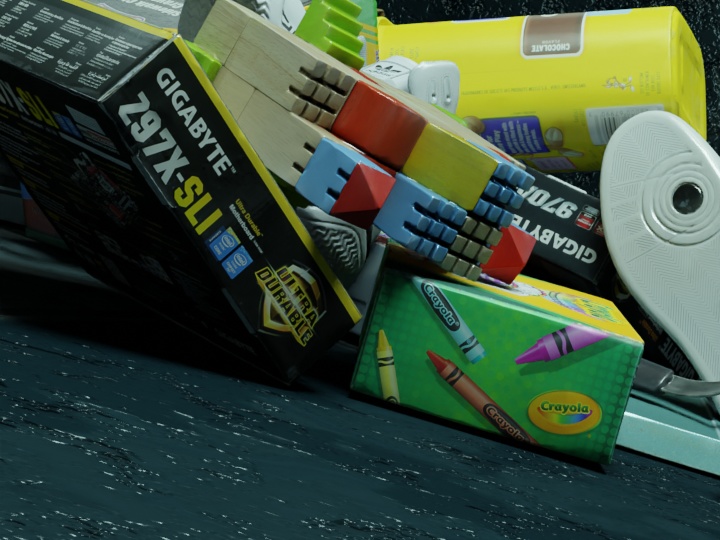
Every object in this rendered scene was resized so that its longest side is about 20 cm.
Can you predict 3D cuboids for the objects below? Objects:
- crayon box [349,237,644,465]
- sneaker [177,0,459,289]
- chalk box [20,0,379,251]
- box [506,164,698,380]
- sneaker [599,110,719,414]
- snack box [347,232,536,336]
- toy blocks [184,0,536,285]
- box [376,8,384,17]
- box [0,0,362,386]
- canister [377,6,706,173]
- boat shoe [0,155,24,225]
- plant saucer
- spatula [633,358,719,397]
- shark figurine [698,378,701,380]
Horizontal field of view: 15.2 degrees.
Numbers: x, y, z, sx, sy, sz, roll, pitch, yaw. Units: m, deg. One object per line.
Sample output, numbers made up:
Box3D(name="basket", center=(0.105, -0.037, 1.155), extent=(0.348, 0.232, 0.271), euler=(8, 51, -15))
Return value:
Box3D(name="crayon box", center=(0.060, 0.034, 1.247), extent=(0.118, 0.059, 0.200), euler=(16, 4, 0))
Box3D(name="sneaker", center=(-0.017, -0.093, 1.305), extent=(0.075, 0.115, 0.201), euler=(18, -39, 34))
Box3D(name="chalk box", center=(-0.097, -0.076, 1.369), extent=(0.124, 0.125, 0.199), euler=(18, 32, 39))
Box3D(name="box", center=(0.105, -0.007, 1.523), extent=(0.158, 0.046, 0.200), euler=(27, -9, 28))
Box3D(name="sneaker", center=(0.191, 0.018, 1.401), extent=(0.201, 0.073, 0.112), euler=(66, 15, 19))
Box3D(name="snack box", center=(0.000, 0.000, 1.468), extent=(0.142, 0.053, 0.199), euler=(15, 4, -40))
Box3D(name="toy blocks", center=(0.013, -0.048, 1.185), extent=(0.199, 0.100, 0.137), euler=(23, 10, -47))
Box3D(name="box", center=(-0.058, -0.102, 1.749), extent=(0.021, 0.165, 0.199), euler=(-17, 23, -41))
Box3D(name="box", center=(-0.100, -0.046, 1.163), extent=(0.200, 0.049, 0.160), euler=(24, -29, 55))
Box3D(name="canister", center=(0.096, -0.102, 1.583), extent=(0.198, 0.087, 0.148), euler=(-2, -9, 14))
Box3D(name="boat shoe", center=(-0.196, -0.059, 1.447), extent=(0.199, 0.057, 0.069), euler=(15, 5, -26))
Box3D(name="plant saucer", center=(0.150, 0.074, 1.353), extent=(0.069, 0.019, 0.200), euler=(16, 6, 3))
Box3D(name="spatula", center=(0.161, 0.055, 1.326), extent=(0.199, 0.021, 0.057), euler=(12, 44, 42))
Box3D(name="shark figurine", center=(0.213, -0.017, 1.627), extent=(0.089, 0.129, 0.215), euler=(16, -19, 27))
